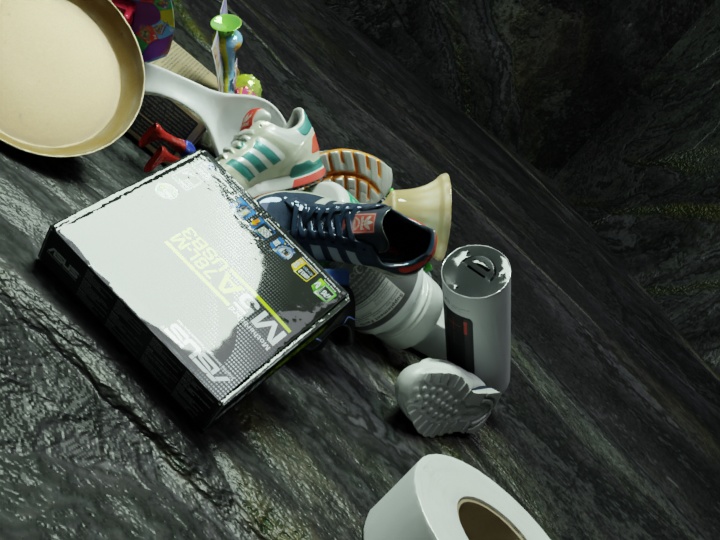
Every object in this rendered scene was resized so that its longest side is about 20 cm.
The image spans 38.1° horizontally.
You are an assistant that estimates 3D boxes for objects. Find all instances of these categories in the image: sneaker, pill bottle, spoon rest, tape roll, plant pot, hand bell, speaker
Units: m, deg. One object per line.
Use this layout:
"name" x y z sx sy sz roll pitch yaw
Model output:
"sneaker" 0.080 0.131 1.150 0.080 0.077 0.200 41 7 30
"pill bottle" 0.000 0.000 1.178 0.200 0.113 0.114 40 14 -36
"spoon rest" -0.154 -0.161 1.136 0.199 0.100 0.060 27 -13 -36
"sneaker" -0.127 -0.120 1.109 0.198 0.095 0.070 -20 15 -35
"tape roll" 0.098 0.253 0.868 0.202 0.071 0.203 38 17 -13
"sneaker" -0.059 -0.116 1.280 0.197 0.079 0.077 -2 18 -8
"plant pot" -0.301 -0.196 0.982 0.198 0.027 0.203 14 65 -32
"hand bell" 0.002 -0.069 1.238 0.197 0.105 0.104 3 24 -5
"speaker" 0.137 0.065 1.221 0.081 0.080 0.201 56 -17 39
"sneaker" -0.014 -0.043 1.038 0.197 0.076 0.084 9 -12 -18
"sneaker" -0.075 0.042 1.000 0.199 0.070 0.079 -4 81 -46

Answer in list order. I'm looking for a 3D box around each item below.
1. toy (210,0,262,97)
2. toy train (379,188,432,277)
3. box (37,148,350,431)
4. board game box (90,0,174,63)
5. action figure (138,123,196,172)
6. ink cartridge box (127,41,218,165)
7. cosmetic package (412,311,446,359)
"toy" -0.143 -0.211 1.243 0.201 0.047 0.116 85 5 -45
"toy train" 0.051 -0.047 1.361 0.201 0.041 0.057 -116 -174 -53
"box" -0.133 0.007 0.878 0.200 0.048 0.193 45 38 7
"board game box" -0.290 -0.257 1.065 0.039 0.198 0.159 -79 149 -47
"action figure" -0.163 -0.096 1.177 0.199 0.052 0.066 26 27 -42
"ink cartridge box" -0.249 -0.222 1.246 0.164 0.075 0.200 40 16 -12
"cosmetic package" 0.057 0.029 1.362 0.082 0.051 0.201 27 22 -32
